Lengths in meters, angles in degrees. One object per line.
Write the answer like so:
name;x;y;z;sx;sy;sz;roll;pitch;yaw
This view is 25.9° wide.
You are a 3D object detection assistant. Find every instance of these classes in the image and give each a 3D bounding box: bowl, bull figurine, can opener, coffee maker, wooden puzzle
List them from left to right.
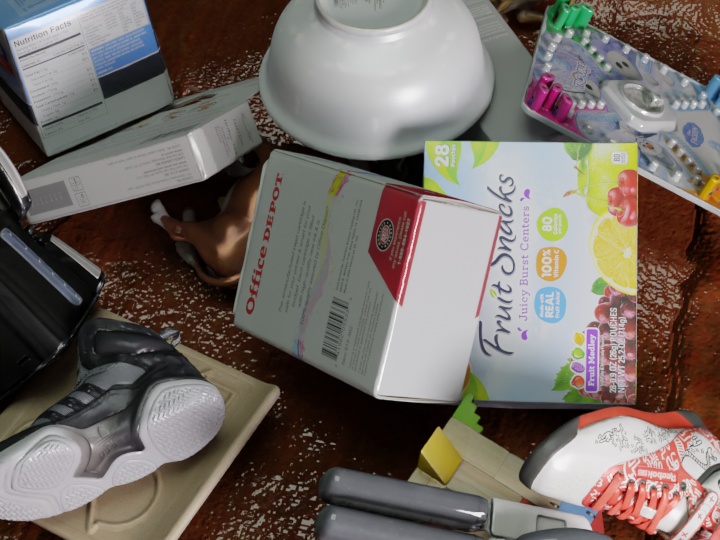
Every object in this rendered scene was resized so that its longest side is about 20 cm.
coffee maker;-0.318;0.004;1.205;0.200;0.134;0.193;47;58;-15
wooden puzzle;-0.184;0.132;1.202;0.198;0.047;0.186;19;54;25
bull figurine;-0.083;-0.066;1.343;0.121;0.066;0.200;26;54;28
bowl;0.012;-0.190;1.278;0.199;0.091;0.202;-1;47;1
can opener;0.071;0.166;1.031;0.198;0.067;0.054;14;61;-13

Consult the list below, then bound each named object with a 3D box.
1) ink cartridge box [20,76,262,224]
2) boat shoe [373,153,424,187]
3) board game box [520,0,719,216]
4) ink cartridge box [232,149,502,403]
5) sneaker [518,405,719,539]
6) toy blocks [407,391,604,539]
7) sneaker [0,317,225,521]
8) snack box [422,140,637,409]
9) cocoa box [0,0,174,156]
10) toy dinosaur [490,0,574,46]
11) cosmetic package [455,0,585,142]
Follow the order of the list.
ink cartridge box;-0.170;-0.107;1.342;0.198;0.045;0.176;-11;18;32
boat shoe;0.040;-0.099;1.348;0.072;0.068;0.201;-34;53;7
board game box;0.239;-0.145;1.323;0.199;0.026;0.201;27;36;-4
ink cartridge box;0.000;0.000;1.177;0.082;0.147;0.199;8;9;-37
sneaker;0.205;0.155;1.085;0.200;0.067;0.108;2;43;-46
toy blocks;0.080;0.204;1.097;0.136;0.100;0.200;30;60;14
sneaker;-0.207;0.105;1.152;0.198;0.076;0.114;-19;47;-16
snack box;0.128;0.004;1.208;0.167;0.068;0.202;2;81;5
cocoa box;-0.276;-0.220;1.413;0.132;0.132;0.200;-26;39;-17
toy dinosaur;0.169;-0.270;1.493;0.198;0.061;0.107;-22;51;-14
cosmetic package;0.113;-0.139;1.360;0.089;0.107;0.201;-22;54;-14
